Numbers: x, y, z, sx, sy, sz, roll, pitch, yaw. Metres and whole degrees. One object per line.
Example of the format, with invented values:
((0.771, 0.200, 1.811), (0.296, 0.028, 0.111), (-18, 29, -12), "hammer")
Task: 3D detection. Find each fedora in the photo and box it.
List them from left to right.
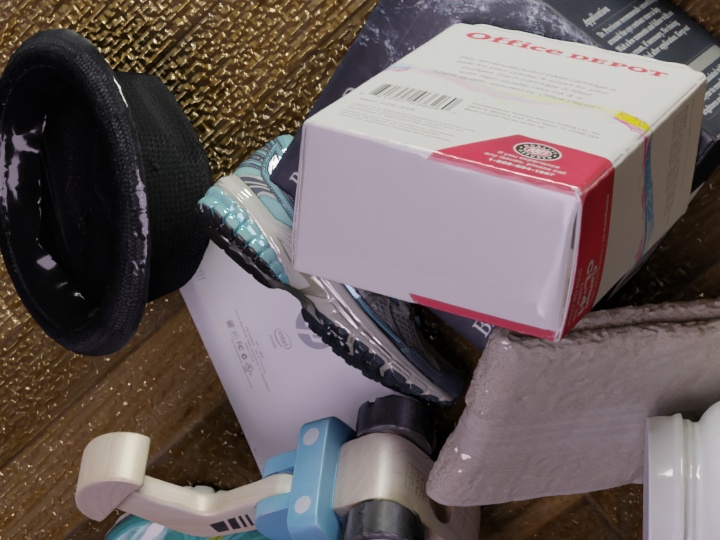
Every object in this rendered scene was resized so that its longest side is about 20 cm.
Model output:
((-0.151, -0.051, 1.612), (0.201, 0.092, 0.201), (15, 110, 50), "fedora")

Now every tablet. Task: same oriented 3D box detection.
((-0.043, 0.040, 1.652), (0.130, 0.014, 0.200), (-19, 101, 30), "tablet")

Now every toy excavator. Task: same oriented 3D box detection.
((-0.045, 0.147, 1.594), (0.200, 0.100, 0.194), (-20, 137, 31), "toy excavator")

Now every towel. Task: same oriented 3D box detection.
((0.141, 0.071, 1.477), (0.034, 0.200, 0.133), (61, 144, 39), "towel")

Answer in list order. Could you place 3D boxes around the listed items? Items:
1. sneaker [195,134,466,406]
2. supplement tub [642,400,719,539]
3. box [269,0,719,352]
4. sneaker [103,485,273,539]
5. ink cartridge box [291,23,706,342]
((0.000, 0.000, 1.580), (0.200, 0.078, 0.086), (44, 79, -14), "sneaker")
((0.256, 0.142, 1.441), (0.200, 0.145, 0.145), (0, 110, 5), "supplement tub")
((0.090, -0.077, 1.484), (0.200, 0.117, 0.197), (39, 121, 9), "box")
((-0.087, 0.186, 1.690), (0.200, 0.080, 0.078), (-4, 107, 28), "sneaker")
((0.073, -0.050, 1.316), (0.148, 0.200, 0.086), (15, 113, 21), "ink cartridge box")
